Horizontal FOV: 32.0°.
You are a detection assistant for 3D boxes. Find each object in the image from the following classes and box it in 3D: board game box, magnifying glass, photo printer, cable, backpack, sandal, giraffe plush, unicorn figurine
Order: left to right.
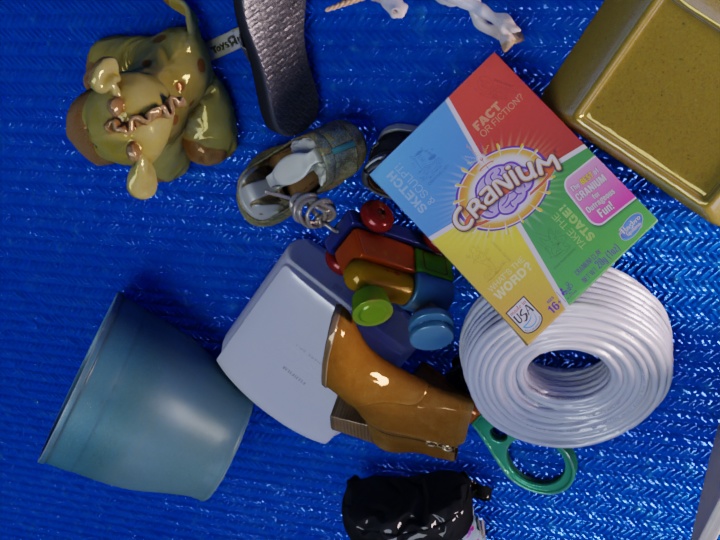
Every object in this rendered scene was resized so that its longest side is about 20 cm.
[{"bbox_3d":[-0.203,-0.148,1.176,0.173,0.162,0.200,47,129,-9],"label":"giraffe plush"},{"bbox_3d":[-0.084,-0.217,1.138,0.043,0.076,0.202,27,133,42],"label":"sandal"},{"bbox_3d":[-0.053,0.084,1.315,0.166,0.070,0.200,38,129,-2],"label":"photo printer"},{"bbox_3d":[0.068,0.325,1.379,0.165,0.127,0.201,-3,122,23],"label":"backpack"},{"bbox_3d":[0.090,-0.248,1.039,0.137,0.074,0.200,44,115,6],"label":"unicorn figurine"},{"bbox_3d":[0.138,0.163,1.307,0.199,0.022,0.080,37,129,0],"label":"magnifying glass"},{"bbox_3d":[0.129,-0.060,1.074,0.153,0.040,0.200,-44,82,3],"label":"board game box"},{"bbox_3d":[0.189,0.080,1.167,0.199,0.070,0.200,-28,125,30],"label":"cable"}]

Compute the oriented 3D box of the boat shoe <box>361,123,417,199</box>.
[{"bbox_3d":[0.099,-0.084,1.137,0.198,0.068,0.072,9,123,19],"label":"boat shoe"}]

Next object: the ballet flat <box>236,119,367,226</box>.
[{"bbox_3d":[-0.075,-0.087,1.198,0.199,0.071,0.071,-25,108,46],"label":"ballet flat"}]

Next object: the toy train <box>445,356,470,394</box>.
[{"bbox_3d":[0.154,0.062,1.225,0.046,0.034,0.200,38,129,-6],"label":"toy train"}]

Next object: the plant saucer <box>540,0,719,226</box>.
[{"bbox_3d":[0.269,-0.146,1.026,0.199,0.049,0.201,34,129,3],"label":"plant saucer"}]

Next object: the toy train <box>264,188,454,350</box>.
[{"bbox_3d":[0.000,0.000,1.159,0.198,0.116,0.085,17,134,-26],"label":"toy train"}]

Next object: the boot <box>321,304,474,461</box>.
[{"bbox_3d":[0.039,0.110,1.205,0.143,0.071,0.202,10,143,11],"label":"boot"}]

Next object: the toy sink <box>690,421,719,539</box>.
[{"bbox_3d":[0.369,0.169,1.085,0.111,0.200,0.131,21,127,12],"label":"toy sink"}]

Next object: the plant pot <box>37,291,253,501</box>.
[{"bbox_3d":[-0.225,0.155,1.375,0.187,0.201,0.201,26,130,-10],"label":"plant pot"}]
